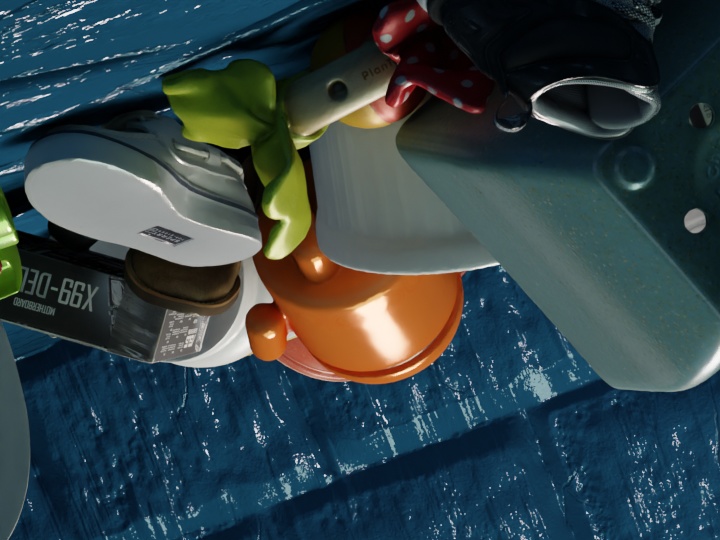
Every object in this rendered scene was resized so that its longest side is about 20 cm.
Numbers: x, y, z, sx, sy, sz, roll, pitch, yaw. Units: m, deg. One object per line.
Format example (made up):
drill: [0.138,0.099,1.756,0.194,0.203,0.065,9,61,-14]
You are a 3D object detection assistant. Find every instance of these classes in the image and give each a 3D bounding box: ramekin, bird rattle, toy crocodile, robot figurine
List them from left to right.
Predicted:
toy crocodile: [-0.224,-0.014,1.622,0.067,0.062,0.200,-22,178,-4]
robot figurine: [-0.002,0.001,1.834,0.117,0.144,0.200,17,160,24]
bird rattle: [0.001,-0.110,1.508,0.200,0.113,0.163,-36,-174,20]
ramekin: [0.063,-0.080,1.655,0.200,0.098,0.200,-12,-160,4]

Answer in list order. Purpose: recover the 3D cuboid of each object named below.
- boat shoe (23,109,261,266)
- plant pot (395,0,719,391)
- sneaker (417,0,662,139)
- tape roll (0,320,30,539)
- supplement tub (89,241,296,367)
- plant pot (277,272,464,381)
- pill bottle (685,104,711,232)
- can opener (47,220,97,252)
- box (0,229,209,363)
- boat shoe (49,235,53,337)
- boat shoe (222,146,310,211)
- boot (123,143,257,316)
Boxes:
boat shoe: [-0.118,-0.056,1.590,0.072,0.066,0.200,-19,159,29]
plant pot: [0.168,-0.056,1.480,0.196,0.196,0.200,-43,-168,-4]
sneaker: [0.132,-0.128,1.369,0.200,0.114,0.075,-20,163,-14]
tape roll: [-0.281,0.079,1.436,0.139,0.203,0.203,-23,178,28]
supplement tub: [-0.097,-0.009,2.080,0.145,0.145,0.200,-22,178,24]
plant pot: [0.006,-0.022,2.691,0.201,0.201,0.195,-21,170,-31]
pill bottle: [0.199,-0.106,1.734,0.111,0.200,0.111,-21,179,0]
can opener: [-0.144,-0.035,1.761,0.053,0.067,0.200,-56,-173,-12]
box: [-0.185,0.013,1.864,0.158,0.050,0.200,16,-178,4]
boat shoe: [-0.218,0.001,2.268,0.060,0.074,0.200,-16,169,-19]
boat shoe: [-0.017,-0.090,1.890,0.200,0.076,0.074,-20,-170,28]
boot: [-0.099,-0.034,1.788,0.074,0.076,0.200,17,-156,-1]
